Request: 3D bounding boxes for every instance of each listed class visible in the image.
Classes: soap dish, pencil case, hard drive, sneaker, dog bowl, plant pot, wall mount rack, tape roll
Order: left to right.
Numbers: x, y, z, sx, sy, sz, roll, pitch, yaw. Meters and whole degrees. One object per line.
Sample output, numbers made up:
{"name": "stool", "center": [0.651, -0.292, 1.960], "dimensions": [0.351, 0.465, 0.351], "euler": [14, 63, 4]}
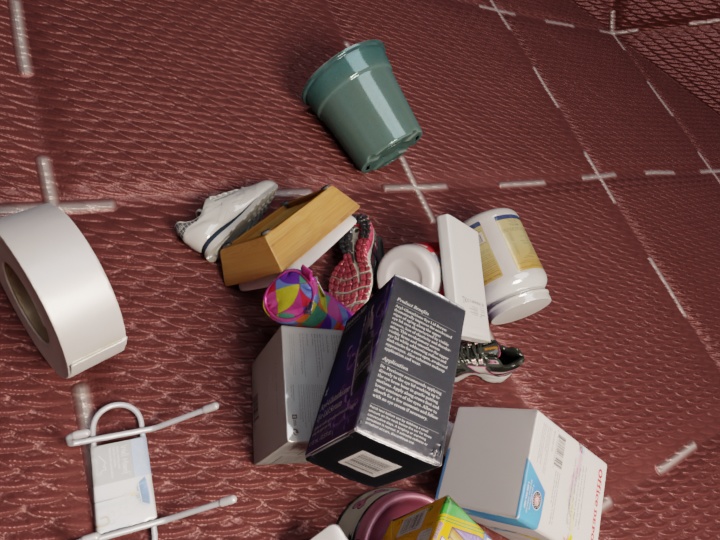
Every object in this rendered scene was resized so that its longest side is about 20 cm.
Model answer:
{"name": "tape roll", "center": [-0.363, 0.026, 0.626], "dimensions": [0.071, 0.202, 0.203], "euler": [-30, 79, -39]}
{"name": "wall mount rack", "center": [-0.254, 0.244, 0.634], "dimensions": [0.173, 0.075, 0.200], "euler": [-4, 64, -31]}
{"name": "sneaker", "center": [-0.215, -0.103, 0.875], "dimensions": [0.080, 0.076, 0.200], "euler": [35, 49, 6]}
{"name": "soap dish", "center": [-0.116, -0.054, 0.840], "dimensions": [0.200, 0.157, 0.081], "euler": [-44, 113, -40]}
{"name": "pencil case", "center": [-0.061, 0.069, 0.779], "dimensions": [0.200, 0.088, 0.089], "euler": [51, 28, -58]}
{"name": "sneaker", "center": [0.000, 0.000, 0.932], "dimensions": [0.075, 0.080, 0.200], "euler": [51, 44, -55]}
{"name": "plant pot", "center": [0.014, -0.320, 1.068], "dimensions": [0.200, 0.200, 0.196], "euler": [-28, 85, -38]}
{"name": "dog bowl", "center": [0.060, 0.398, 0.718], "dimensions": [0.200, 0.074, 0.201], "euler": [14, 55, -21]}
{"name": "hard drive", "center": [0.176, 0.017, 0.891], "dimensions": [0.132, 0.027, 0.201], "euler": [18, 64, -53]}
{"name": "sneaker", "center": [0.207, 0.151, 0.944], "dimensions": [0.200, 0.086, 0.081], "euler": [5, 58, -27]}

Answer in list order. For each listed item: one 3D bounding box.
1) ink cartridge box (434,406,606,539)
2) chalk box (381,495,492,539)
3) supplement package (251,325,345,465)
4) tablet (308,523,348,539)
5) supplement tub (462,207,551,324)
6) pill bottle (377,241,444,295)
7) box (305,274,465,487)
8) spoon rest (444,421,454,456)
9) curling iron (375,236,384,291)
{"name": "ink cartridge box", "center": [0.243, 0.313, 0.779], "dimensions": [0.200, 0.146, 0.147], "euler": [38, 59, -27]}
{"name": "chalk box", "center": [0.115, 0.394, 0.611], "dimensions": [0.200, 0.124, 0.124], "euler": [46, 39, 1]}
{"name": "supplement package", "center": [-0.037, 0.182, 0.745], "dimensions": [0.200, 0.151, 0.152], "euler": [7, 58, -25]}
{"name": "tablet", "center": [-0.024, 0.429, 0.639], "dimensions": [0.130, 0.014, 0.200], "euler": [-37, 81, 3]}
{"name": "supplement tub", "center": [0.280, -0.007, 1.045], "dimensions": [0.144, 0.144, 0.200], "euler": [-4, 64, -31]}
{"name": "pill bottle", "center": [0.123, 0.004, 0.944], "dimensions": [0.200, 0.112, 0.112], "euler": [-11, 66, -58]}
{"name": "box", "center": [0.031, 0.132, 0.622], "dimensions": [0.104, 0.148, 0.200], "euler": [26, 52, -12]}
{"name": "spoon rest", "center": [0.165, 0.280, 0.870], "dimensions": [0.099, 0.061, 0.200], "euler": [-38, 97, -38]}
{"name": "curling iron", "center": [0.046, 0.027, 0.969], "dimensions": [0.049, 0.026, 0.200], "euler": [9, 57, -33]}
